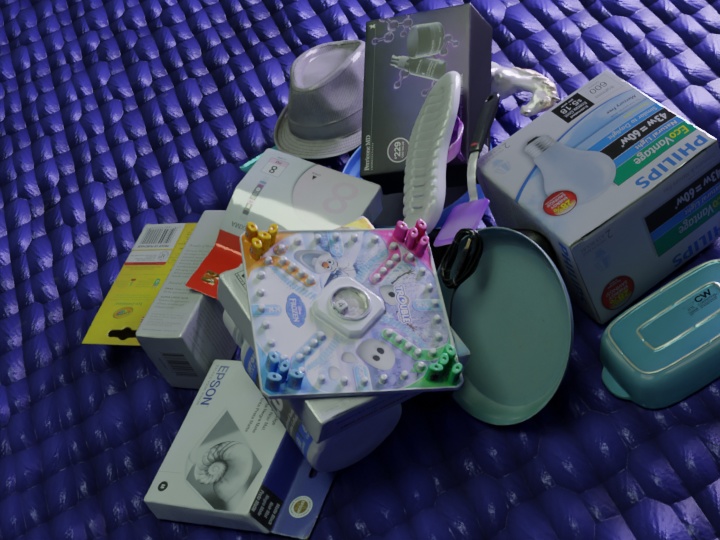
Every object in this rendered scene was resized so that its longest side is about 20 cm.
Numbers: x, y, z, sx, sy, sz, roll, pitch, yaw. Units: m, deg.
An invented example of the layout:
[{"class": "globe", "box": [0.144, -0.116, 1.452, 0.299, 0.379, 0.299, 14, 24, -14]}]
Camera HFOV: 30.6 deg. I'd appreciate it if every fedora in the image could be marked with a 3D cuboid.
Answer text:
[{"class": "fedora", "box": [-0.039, -0.243, 1.758, 0.176, 0.091, 0.200, 9, 44, 35]}]

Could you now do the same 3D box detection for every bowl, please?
[{"class": "bowl", "box": [0.070, -0.114, 1.629, 0.199, 0.039, 0.201, -15, 43, 15]}]

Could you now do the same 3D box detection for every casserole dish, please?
[{"class": "casserole dish", "box": [0.328, 0.056, 1.318, 0.199, 0.039, 0.121, -31, 42, -3]}]

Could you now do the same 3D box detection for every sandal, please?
[{"class": "sandal", "box": [0.088, -0.125, 1.466, 0.082, 0.050, 0.204, -24, 48, 56]}]

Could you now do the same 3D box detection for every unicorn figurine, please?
[{"class": "unicorn figurine", "box": [0.164, -0.230, 1.654, 0.136, 0.074, 0.200, -9, 30, -11]}]

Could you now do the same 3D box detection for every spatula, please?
[{"class": "spatula", "box": [0.125, -0.112, 1.429, 0.056, 0.021, 0.201, -11, 55, 44]}]

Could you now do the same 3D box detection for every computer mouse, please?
[{"class": "computer mouse", "box": [0.086, 0.051, 1.367, 0.034, 0.201, 0.059, -1, 19, -40]}]

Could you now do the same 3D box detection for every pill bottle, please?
[{"class": "pill bottle", "box": [-0.055, 0.102, 1.384, 0.114, 0.114, 0.200, -35, 63, -7]}]

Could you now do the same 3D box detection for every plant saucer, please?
[{"class": "plant saucer", "box": [0.145, 0.056, 1.343, 0.027, 0.201, 0.200, -3, 22, -41]}]

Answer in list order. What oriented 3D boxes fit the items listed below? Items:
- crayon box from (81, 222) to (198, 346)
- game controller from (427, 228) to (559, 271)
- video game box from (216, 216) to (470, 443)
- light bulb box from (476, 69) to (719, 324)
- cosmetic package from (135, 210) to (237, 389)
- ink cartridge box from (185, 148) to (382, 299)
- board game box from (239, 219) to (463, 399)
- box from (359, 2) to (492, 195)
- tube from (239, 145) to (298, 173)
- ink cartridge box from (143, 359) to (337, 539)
[{"class": "crayon box", "box": [-0.253, 0.029, 1.660, 0.126, 0.051, 0.201, 0, 49, 30]}, {"class": "game controller", "box": [0.128, 0.004, 1.417, 0.199, 0.105, 0.042, 1, 19, 40]}, {"class": "video game box", "box": [-0.019, 0.054, 1.326, 0.181, 0.047, 0.200, -23, 60, -25]}, {"class": "light bulb box", "box": [0.264, -0.084, 1.426, 0.198, 0.125, 0.200, -35, 40, -7]}, {"class": "cosmetic package", "box": [-0.181, 0.033, 1.579, 0.074, 0.102, 0.201, 1, 48, 28]}, {"class": "ink cartridge box", "box": [-0.089, -0.042, 1.525, 0.162, 0.057, 0.200, 20, 53, 22]}, {"class": "board game box", "box": [-0.010, 0.032, 1.301, 0.199, 0.026, 0.201, -1, 52, -14]}, {"class": "box", "box": [0.079, -0.202, 1.566, 0.140, 0.079, 0.201, -6, 73, 27]}, {"class": "tube", "box": [-0.088, -0.118, 1.723, 0.077, 0.051, 0.200, -27, 34, -14]}, {"class": "ink cartridge box", "box": [-0.112, 0.188, 1.431, 0.199, 0.041, 0.200, 1, 49, 29]}]
